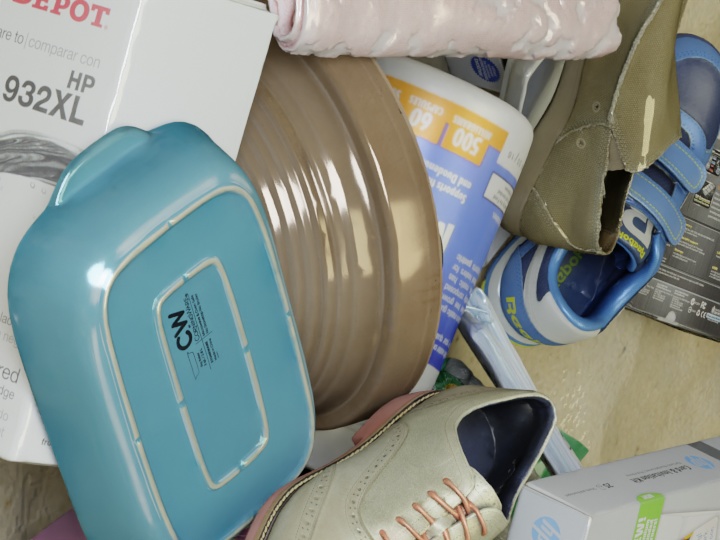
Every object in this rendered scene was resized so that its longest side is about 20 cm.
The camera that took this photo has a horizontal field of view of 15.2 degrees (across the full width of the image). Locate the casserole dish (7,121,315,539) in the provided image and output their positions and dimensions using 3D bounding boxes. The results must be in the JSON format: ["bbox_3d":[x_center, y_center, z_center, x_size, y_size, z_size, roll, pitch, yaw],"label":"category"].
[{"bbox_3d":[-0.070,0.036,1.071,0.121,0.039,0.201,-40,131,-33],"label":"casserole dish"}]

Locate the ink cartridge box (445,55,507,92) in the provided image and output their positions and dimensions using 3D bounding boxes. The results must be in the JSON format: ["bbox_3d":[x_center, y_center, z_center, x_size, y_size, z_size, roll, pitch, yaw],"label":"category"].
[{"bbox_3d":[0.063,-0.197,1.387,0.094,0.044,0.200,-51,140,-28],"label":"ink cartridge box"}]

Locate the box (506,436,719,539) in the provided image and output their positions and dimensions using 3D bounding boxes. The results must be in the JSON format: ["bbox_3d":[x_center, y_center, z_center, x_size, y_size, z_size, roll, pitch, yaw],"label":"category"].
[{"bbox_3d":[0.122,0.161,1.228,0.200,0.041,0.156,-5,114,-53],"label":"box"}]

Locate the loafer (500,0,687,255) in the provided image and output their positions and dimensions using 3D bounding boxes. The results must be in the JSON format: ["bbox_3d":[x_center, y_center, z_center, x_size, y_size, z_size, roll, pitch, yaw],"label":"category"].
[{"bbox_3d":[0.138,-0.091,1.387,0.076,0.067,0.200,-41,159,-53],"label":"loafer"}]

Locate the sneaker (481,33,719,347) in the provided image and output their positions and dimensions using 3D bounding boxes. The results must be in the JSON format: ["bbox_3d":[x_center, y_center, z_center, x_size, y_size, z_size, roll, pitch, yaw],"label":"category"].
[{"bbox_3d":[0.149,-0.040,1.486,0.074,0.082,0.200,34,83,-18],"label":"sneaker"}]

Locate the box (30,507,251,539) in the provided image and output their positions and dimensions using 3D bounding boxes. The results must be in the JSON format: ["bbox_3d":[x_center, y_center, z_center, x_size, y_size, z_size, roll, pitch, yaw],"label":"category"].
[{"bbox_3d":[-0.044,0.205,1.221,0.097,0.175,0.201,-34,120,-51],"label":"box"}]

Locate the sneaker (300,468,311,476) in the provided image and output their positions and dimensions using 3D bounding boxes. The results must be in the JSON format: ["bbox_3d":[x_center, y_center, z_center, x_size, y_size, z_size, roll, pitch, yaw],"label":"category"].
[{"bbox_3d":[-0.051,0.188,1.381,0.070,0.078,0.201,17,92,-54],"label":"sneaker"}]

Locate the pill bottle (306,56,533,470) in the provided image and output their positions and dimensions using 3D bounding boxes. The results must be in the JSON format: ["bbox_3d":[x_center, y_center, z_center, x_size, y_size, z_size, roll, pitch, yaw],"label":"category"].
[{"bbox_3d":[0.000,0.000,1.334,0.112,0.112,0.201,30,81,-54],"label":"pill bottle"}]

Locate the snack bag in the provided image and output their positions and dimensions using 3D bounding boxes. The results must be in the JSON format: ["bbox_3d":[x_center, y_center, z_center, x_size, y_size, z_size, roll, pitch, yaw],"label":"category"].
[{"bbox_3d":[0.102,0.090,1.408,0.021,0.200,0.189,-32,94,0],"label":"snack bag"}]

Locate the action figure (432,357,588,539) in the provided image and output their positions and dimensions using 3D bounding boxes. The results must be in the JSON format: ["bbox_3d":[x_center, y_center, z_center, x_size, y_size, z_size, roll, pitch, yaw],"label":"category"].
[{"bbox_3d":[0.064,0.107,1.523,0.118,0.055,0.200,-57,138,-14],"label":"action figure"}]

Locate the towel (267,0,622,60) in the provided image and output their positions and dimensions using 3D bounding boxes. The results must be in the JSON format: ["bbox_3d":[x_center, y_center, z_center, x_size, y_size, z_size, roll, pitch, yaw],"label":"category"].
[{"bbox_3d":[0.039,-0.186,1.156,0.200,0.032,0.192,-3,92,-43],"label":"towel"}]

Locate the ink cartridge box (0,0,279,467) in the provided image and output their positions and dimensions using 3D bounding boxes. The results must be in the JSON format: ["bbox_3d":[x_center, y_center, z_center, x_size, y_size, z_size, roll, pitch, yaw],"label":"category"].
[{"bbox_3d":[-0.136,-0.034,1.110,0.084,0.145,0.201,12,96,-51],"label":"ink cartridge box"}]

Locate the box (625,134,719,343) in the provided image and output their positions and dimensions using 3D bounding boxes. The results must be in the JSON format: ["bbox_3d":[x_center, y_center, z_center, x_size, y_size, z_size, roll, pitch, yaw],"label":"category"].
[{"bbox_3d":[0.191,-0.048,1.620,0.200,0.048,0.159,17,90,-54],"label":"box"}]

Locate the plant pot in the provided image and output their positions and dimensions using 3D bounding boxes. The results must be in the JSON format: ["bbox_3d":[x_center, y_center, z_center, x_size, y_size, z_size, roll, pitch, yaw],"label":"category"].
[{"bbox_3d":[-0.060,-0.018,1.186,0.092,0.201,0.202,-18,120,-32],"label":"plant pot"}]

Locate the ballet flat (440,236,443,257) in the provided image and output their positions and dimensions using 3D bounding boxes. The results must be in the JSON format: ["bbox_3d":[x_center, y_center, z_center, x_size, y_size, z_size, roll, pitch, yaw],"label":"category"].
[{"bbox_3d":[-0.013,-0.075,1.241,0.068,0.068,0.200,-30,95,-11],"label":"ballet flat"}]

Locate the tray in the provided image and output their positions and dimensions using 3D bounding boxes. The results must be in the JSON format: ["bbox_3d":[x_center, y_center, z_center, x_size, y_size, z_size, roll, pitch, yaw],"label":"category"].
[{"bbox_3d":[0.097,-0.089,1.441,0.107,0.022,0.200,-51,166,-25],"label":"tray"}]

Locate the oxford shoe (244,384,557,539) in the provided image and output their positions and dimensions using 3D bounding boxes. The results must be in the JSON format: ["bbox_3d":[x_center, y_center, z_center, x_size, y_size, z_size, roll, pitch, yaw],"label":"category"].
[{"bbox_3d":[0.014,0.102,1.094,0.071,0.074,0.200,57,40,-16],"label":"oxford shoe"}]
